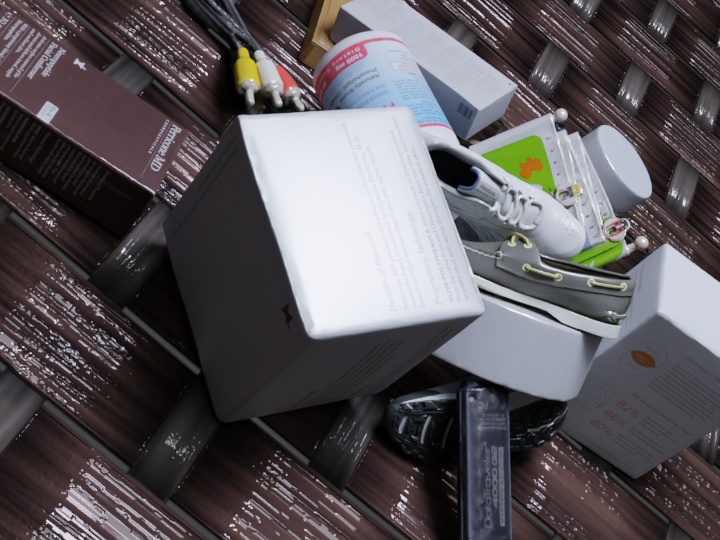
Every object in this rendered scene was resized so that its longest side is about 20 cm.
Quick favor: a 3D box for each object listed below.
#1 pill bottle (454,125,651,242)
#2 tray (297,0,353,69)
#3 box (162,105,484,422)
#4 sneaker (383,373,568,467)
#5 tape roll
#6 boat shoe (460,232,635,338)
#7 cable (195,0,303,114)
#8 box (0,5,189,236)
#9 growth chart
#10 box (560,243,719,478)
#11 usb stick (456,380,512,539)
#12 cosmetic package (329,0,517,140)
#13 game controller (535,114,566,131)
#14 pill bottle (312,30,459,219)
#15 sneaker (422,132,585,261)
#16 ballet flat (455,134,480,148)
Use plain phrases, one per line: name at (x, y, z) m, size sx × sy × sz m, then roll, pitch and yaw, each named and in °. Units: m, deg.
pill bottle at (0.202, -0.062, 1.333) m, size 0.114 × 0.200 × 0.115 m, roll 34°, pitch 37°, yaw -30°
tray at (-0.006, -0.293, 1.487) m, size 0.098 × 0.037 × 0.200 m, roll 30°, pitch 44°, yaw -17°
box at (-0.040, -0.004, 1.065) m, size 0.171 × 0.199 × 0.201 m, roll -8°, pitch 70°, yaw -32°
sneaker at (0.103, 0.136, 1.214) m, size 0.200 × 0.074 × 0.079 m, roll 0°, pitch 29°, yaw -34°
tape roll at (0.130, 0.051, 1.215) m, size 0.202 × 0.071 × 0.202 m, roll 22°, pitch 9°, yaw -4°
boat shoe at (0.153, 0.000, 1.155) m, size 0.201 × 0.060 × 0.072 m, roll 22°, pitch 9°, yaw -3°
cable at (-0.115, -0.241, 1.331) m, size 0.097 × 0.050 × 0.201 m, roll 4°, pitch 56°, yaw -45°
box at (-0.263, -0.131, 1.112) m, size 0.200 × 0.075 × 0.100 m, roll 34°, pitch 41°, yaw -16°
growth chart at (0.179, -0.068, 1.251) m, size 0.018 × 0.144 × 0.200 m, roll 44°, pitch 20°, yaw -57°
box at (0.298, 0.097, 1.296) m, size 0.152 × 0.200 × 0.107 m, roll 35°, pitch 42°, yaw -13°
usb stick at (0.110, 0.200, 1.130) m, size 0.055 × 0.033 × 0.201 m, roll 6°, pitch 79°, yaw -29°
cosmetic package at (0.068, -0.230, 1.394) m, size 0.200 × 0.051 × 0.082 m, roll 40°, pitch 47°, yaw 16°
game controller at (0.225, -0.100, 1.508) m, size 0.105 × 0.042 × 0.200 m, roll 64°, pitch 31°, yaw -32°
pill bottle at (0.035, -0.140, 1.291) m, size 0.108 × 0.109 × 0.200 m, roll -2°, pitch 55°, yaw -41°
sneaker at (0.123, -0.063, 1.175) m, size 0.199 × 0.075 × 0.087 m, roll 26°, pitch -1°, yaw -7°
ballet flat at (0.106, -0.123, 1.410) m, size 0.199 × 0.068 × 0.075 m, roll 23°, pitch 2°, yaw -23°
